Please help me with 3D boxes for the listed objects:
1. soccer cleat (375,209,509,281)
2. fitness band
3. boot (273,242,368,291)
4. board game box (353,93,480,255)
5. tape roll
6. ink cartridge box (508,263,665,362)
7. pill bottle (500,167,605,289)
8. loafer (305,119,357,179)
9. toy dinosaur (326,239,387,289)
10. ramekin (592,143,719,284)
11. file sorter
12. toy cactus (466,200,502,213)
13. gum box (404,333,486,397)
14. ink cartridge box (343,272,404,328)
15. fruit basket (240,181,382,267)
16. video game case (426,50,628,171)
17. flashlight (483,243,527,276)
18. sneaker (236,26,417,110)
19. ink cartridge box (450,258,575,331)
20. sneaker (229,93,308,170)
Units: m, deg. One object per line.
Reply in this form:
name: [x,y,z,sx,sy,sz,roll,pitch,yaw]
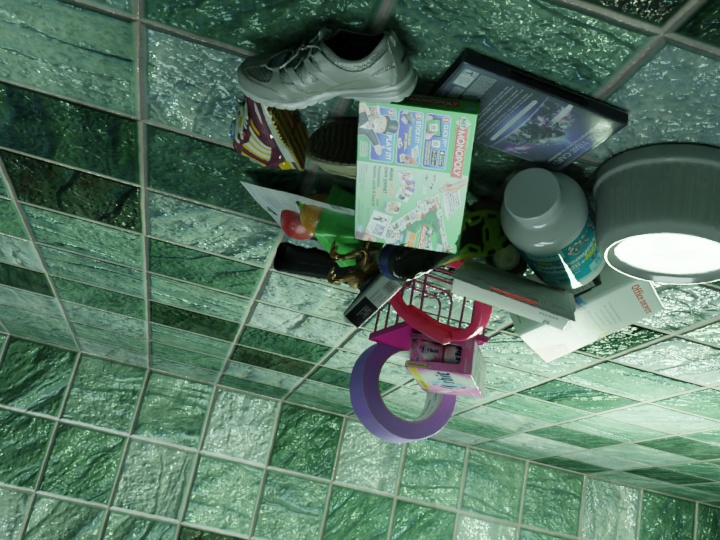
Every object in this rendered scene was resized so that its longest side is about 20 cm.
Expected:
soccer cleat: [0.112,-0.039,1.104,0.200,0.065,0.084,-19,-164,-20]
fitness band: [0.121,0.030,1.310,0.037,0.144,0.200,-8,-151,-46]
boot: [-0.053,-0.001,1.432,0.200,0.066,0.165,6,171,-15]
board game box: [0.062,-0.112,0.977,0.134,0.029,0.200,9,131,7]
tape roll: [0.082,0.224,1.581,0.200,0.201,0.066,19,156,-19]
ink cartridge box: [0.334,0.044,1.246,0.200,0.083,0.146,-28,146,17]
pill bottle: [0.249,-0.057,1.081,0.111,0.111,0.200,1,159,29]
loafer: [0.029,-0.140,1.040,0.200,0.076,0.068,6,153,15]
toy dinosaur: [0.000,0.000,1.221,0.106,0.061,0.200,5,153,-26]
ramekin: [0.381,-0.059,1.012,0.200,0.105,0.200,11,161,4]
file sorter: [0.126,0.069,1.495,0.139,0.126,0.200,17,161,-19]
toy cactus: [0.135,-0.069,1.178,0.165,0.102,0.200,-2,150,11]
gum box: [0.153,0.167,1.461,0.113,0.066,0.200,4,161,16]
ink cartridge box: [0.038,0.014,1.240,0.037,0.095,0.200,44,-159,-4]
fruit basket: [-0.064,-0.082,1.283,0.200,0.094,0.185,21,166,26]
video game case: [0.177,-0.175,0.943,0.200,0.019,0.143,16,161,-14]
flashlight: [0.227,-0.007,1.276,0.068,0.068,0.200,9,175,14]
sneaker: [-0.041,-0.226,0.881,0.200,0.075,0.082,-1,143,17]
ink cartridge box: [0.196,0.039,1.080,0.161,0.050,0.200,19,-167,10]
sneaker: [-0.127,-0.179,1.027,0.090,0.075,0.200,2,158,11]
